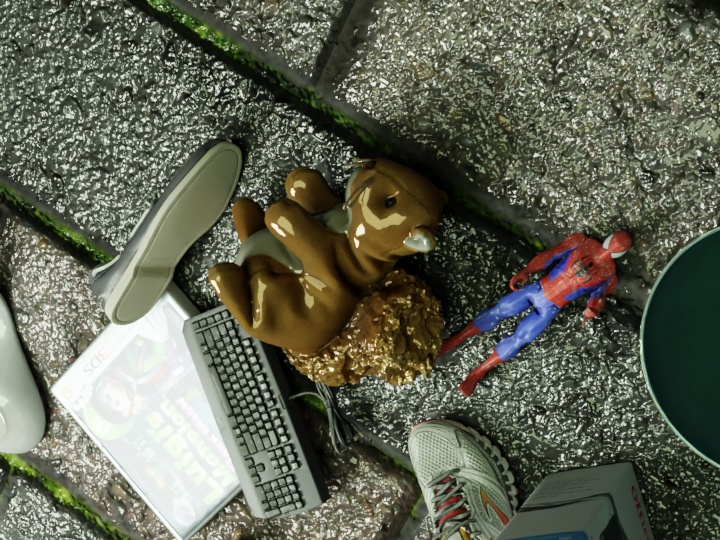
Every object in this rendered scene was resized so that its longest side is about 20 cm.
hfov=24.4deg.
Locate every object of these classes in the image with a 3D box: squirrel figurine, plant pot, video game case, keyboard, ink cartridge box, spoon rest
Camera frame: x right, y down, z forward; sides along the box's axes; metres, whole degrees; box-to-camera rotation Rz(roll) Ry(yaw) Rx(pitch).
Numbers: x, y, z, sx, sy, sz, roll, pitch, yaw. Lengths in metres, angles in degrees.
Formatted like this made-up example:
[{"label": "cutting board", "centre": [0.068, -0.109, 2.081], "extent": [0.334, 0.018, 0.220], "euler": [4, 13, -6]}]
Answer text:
[{"label": "squirrel figurine", "centre": [0.000, 0.000, 1.396], "extent": [0.186, 0.142, 0.200], "euler": [-27, 105, 19]}, {"label": "plant pot", "centre": [0.322, 0.042, 1.234], "extent": [0.200, 0.135, 0.200], "euler": [7, 108, 23]}, {"label": "video game case", "centre": [-0.177, 0.131, 1.561], "extent": [0.200, 0.023, 0.182], "euler": [48, 119, 5]}, {"label": "keyboard", "centre": [-0.075, 0.119, 1.492], "extent": [0.127, 0.021, 0.200], "euler": [-22, 91, 17]}, {"label": "ink cartridge box", "centre": [0.176, 0.258, 1.330], "extent": [0.084, 0.200, 0.145], "euler": [-14, 98, 26]}, {"label": "spoon rest", "centre": [-0.360, 0.093, 1.627], "extent": [0.099, 0.061, 0.200], "euler": [7, 121, 25]}]

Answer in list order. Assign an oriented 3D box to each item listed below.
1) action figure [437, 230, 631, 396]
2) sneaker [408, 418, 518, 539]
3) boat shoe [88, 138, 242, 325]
[{"label": "action figure", "centre": [0.136, 0.035, 1.346], "extent": [0.200, 0.099, 0.065], "euler": [-40, 87, 26]}, {"label": "sneaker", "centre": [0.096, 0.214, 1.409], "extent": [0.078, 0.082, 0.200], "euler": [-40, 67, 28]}, {"label": "boat shoe", "centre": [-0.181, -0.045, 1.484], "extent": [0.063, 0.073, 0.200], "euler": [46, 110, 30]}]
